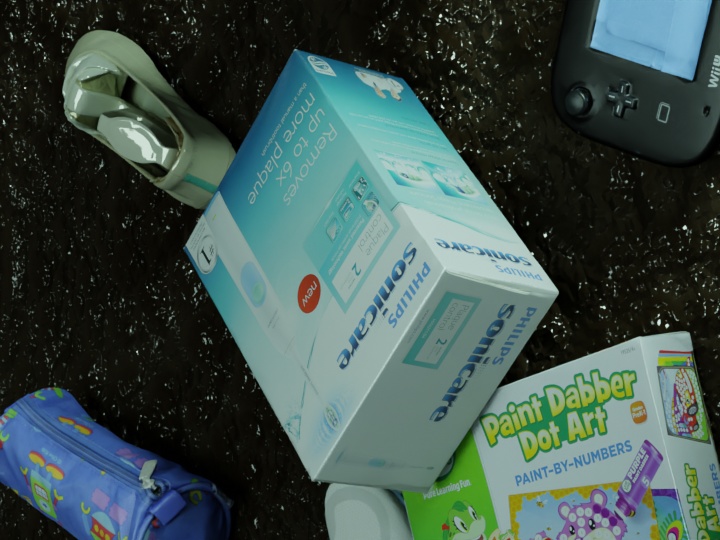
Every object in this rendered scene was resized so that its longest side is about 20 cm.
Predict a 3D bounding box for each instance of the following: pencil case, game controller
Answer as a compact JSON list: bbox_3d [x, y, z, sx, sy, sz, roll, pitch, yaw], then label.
[{"bbox_3d":[-0.169,0.142,1.352,0.199,0.078,0.087,25,140,44],"label":"pencil case"},{"bbox_3d":[0.154,-0.154,1.001,0.104,0.042,0.202,28,113,44],"label":"game controller"}]

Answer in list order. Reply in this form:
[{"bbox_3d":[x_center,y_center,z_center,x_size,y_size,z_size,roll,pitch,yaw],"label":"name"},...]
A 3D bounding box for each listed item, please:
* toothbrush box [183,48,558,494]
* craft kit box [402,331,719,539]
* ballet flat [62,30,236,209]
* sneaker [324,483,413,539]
[{"bbox_3d":[0.000,0.000,1.118,0.147,0.085,0.200,-58,43,26],"label":"toothbrush box"},{"bbox_3d":[0.112,0.153,1.070,0.199,0.048,0.199,-25,71,46],"label":"craft kit box"},{"bbox_3d":[-0.152,-0.104,1.327,0.200,0.069,0.070,37,119,40],"label":"ballet flat"},{"bbox_3d":[0.012,0.209,1.154,0.075,0.086,0.201,-39,63,44],"label":"sneaker"}]
